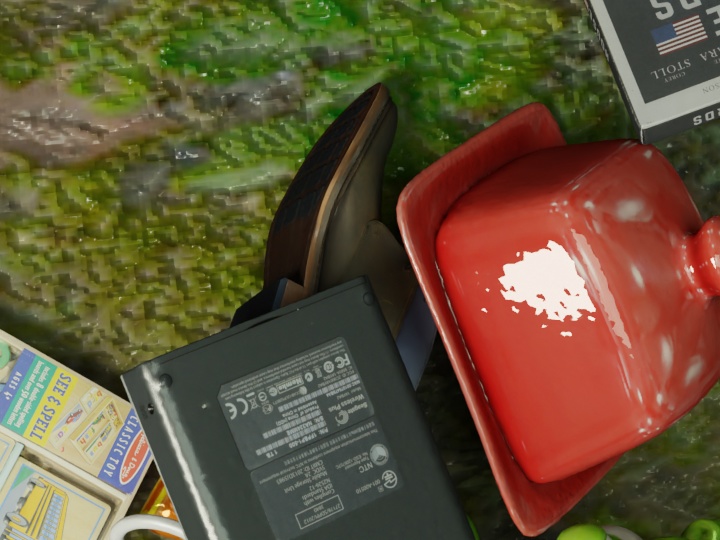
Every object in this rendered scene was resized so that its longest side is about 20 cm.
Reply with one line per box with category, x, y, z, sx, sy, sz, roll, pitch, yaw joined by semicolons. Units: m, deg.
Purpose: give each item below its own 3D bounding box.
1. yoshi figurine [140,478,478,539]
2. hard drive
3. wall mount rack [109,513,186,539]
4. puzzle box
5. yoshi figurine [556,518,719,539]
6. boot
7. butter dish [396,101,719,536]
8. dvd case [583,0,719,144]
yoshi figurine;-0.012;0.139;1.108;0.199;0.113;0.112;27;45;-4
hard drive;-0.017;0.118;1.000;0.139;0.033;0.202;-21;87;-33
wall mount rack;-0.068;0.214;1.068;0.199;0.173;0.075;35;50;-17
puzzle box;-0.199;0.137;1.055;0.132;0.025;0.201;30;72;-16
yoshi figurine;0.167;0.187;1.108;0.111;0.200;0.113;-28;61;15
boot;0.000;0.000;1.104;0.097;0.075;0.201;33;62;-18
butter dish;0.137;0.009;1.089;0.200;0.147;0.201;-34;105;-55
dvd case;0.190;-0.180;1.123;0.149;0.025;0.202;-20;64;4
